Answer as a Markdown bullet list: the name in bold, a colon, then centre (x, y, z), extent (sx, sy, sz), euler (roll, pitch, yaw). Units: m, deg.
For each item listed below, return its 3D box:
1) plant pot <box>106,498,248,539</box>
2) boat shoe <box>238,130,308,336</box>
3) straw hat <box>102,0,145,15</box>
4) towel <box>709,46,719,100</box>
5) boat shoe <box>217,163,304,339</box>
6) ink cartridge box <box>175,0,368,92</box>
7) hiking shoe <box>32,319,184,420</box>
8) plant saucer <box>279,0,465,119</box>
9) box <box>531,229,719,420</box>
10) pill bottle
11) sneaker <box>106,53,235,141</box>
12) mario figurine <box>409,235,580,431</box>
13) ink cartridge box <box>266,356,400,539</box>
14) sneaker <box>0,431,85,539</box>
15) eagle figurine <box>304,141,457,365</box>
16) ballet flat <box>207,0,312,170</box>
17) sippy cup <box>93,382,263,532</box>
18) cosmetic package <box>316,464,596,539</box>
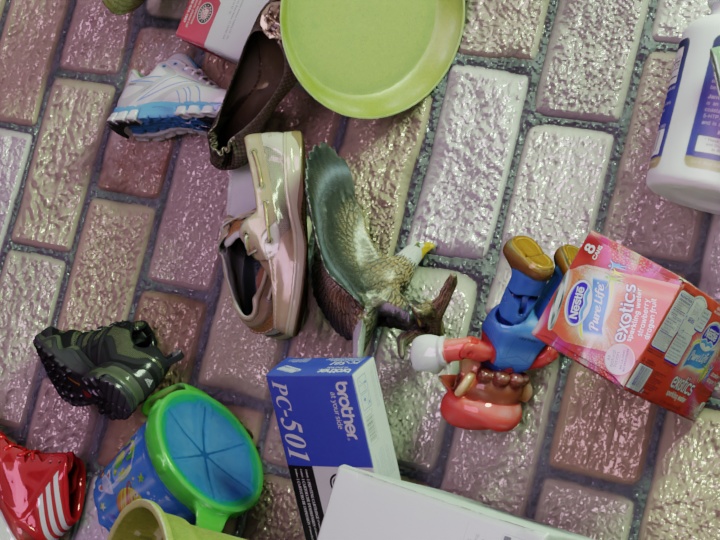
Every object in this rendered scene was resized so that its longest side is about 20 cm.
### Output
- **plant pot**: centre (-0.123, 0.313, 1.518), extent (0.200, 0.184, 0.201), euler (-33, 52, 55)
- **boat shoe**: centre (-0.083, -0.035, 1.637), extent (0.065, 0.072, 0.201), euler (-2, 81, 0)
- **straw hat**: centre (-0.186, -0.347, 1.780), extent (0.085, 0.201, 0.201), euler (23, 90, 13)
- **towel**: centre (0.395, -0.125, 1.389), extent (0.199, 0.023, 0.153), euler (-11, 85, -5)
- **boat shoe**: centre (-0.102, -0.033, 1.699), extent (0.075, 0.068, 0.200), euler (-23, 66, 26)
- **ink cartridge box**: centre (-0.068, -0.264, 1.730), extent (0.200, 0.083, 0.145), euler (25, 92, 33)
- **hiking shoe**: centre (-0.261, 0.093, 1.766), extent (0.101, 0.076, 0.200), euler (-34, 33, -27)
- **plant saucer**: centre (0.007, -0.246, 1.632), extent (0.031, 0.200, 0.200), euler (24, 90, 59)
- **box**: centre (0.235, 0.049, 1.406), extent (0.095, 0.200, 0.100), euler (32, 94, 30)
- **pill bottle**: centre (0.323, -0.154, 1.454), extent (0.119, 0.120, 0.201), euler (12, 84, 32)
- **sneaker**: centre (-0.177, -0.187, 1.783), extent (0.200, 0.075, 0.087), euler (3, 73, 30)
- **mario figurine**: centre (0.122, 0.054, 1.522), extent (0.123, 0.106, 0.200), euler (29, 118, 4)
- **ink cartridge box**: centre (-0.017, 0.177, 1.550), extent (0.094, 0.044, 0.201), euler (-2, 109, 31)
- **sneaker**: centre (-0.353, 0.197, 1.795), extent (0.115, 0.078, 0.200), euler (-33, 75, 10)
- **eagle figurine**: centre (0.005, -0.002, 1.601), extent (0.200, 0.151, 0.152), euler (40, 113, 21)
- **ballet flat**: centre (-0.104, -0.181, 1.665), extent (0.067, 0.046, 0.200), euler (43, 122, 23)
- **sippy cup**: centre (-0.186, 0.206, 1.658), extent (0.130, 0.178, 0.140), euler (-39, 96, 28)
- **cosmetic package**: centre (0.092, 0.257, 1.435), extent (0.200, 0.199, 0.123), euler (16, 85, 32)
